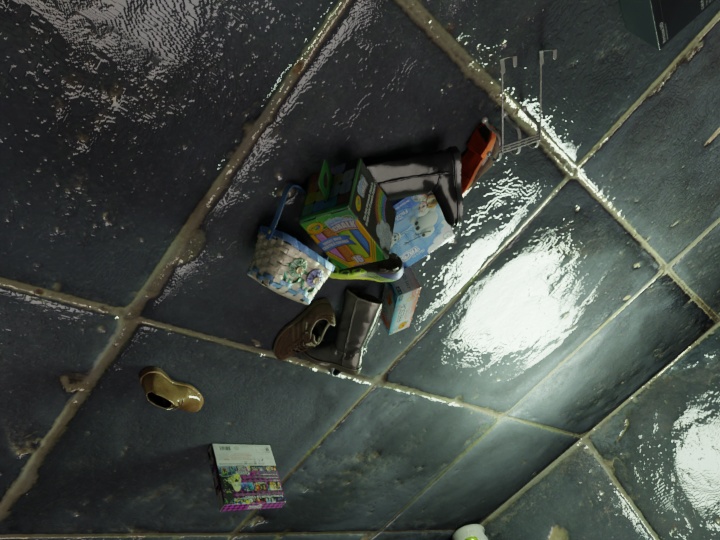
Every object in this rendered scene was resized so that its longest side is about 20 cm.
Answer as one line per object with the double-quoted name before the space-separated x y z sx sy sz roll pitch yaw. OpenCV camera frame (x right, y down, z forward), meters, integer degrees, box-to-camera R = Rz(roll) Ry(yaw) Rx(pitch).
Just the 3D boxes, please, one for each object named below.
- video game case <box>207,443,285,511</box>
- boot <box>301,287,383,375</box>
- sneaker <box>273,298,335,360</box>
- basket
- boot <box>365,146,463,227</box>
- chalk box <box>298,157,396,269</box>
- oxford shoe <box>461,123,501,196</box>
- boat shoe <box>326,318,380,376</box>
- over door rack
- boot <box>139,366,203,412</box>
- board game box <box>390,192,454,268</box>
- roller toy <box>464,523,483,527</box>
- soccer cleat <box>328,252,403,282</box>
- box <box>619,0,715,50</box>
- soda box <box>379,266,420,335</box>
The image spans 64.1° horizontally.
"video game case" -0.315 0.569 1.591 0.196 0.184 0.036 16 123 -41
"boot" -0.049 0.140 1.409 0.176 0.073 0.206 13 116 2
"sneaker" -0.137 0.158 1.379 0.070 0.076 0.201 25 115 -43
"basket" -0.122 -0.047 1.157 0.175 0.137 0.206 28 79 -45
"boot" 0.108 -0.158 1.177 0.193 0.066 0.171 -10 110 -8
"chalk box" -0.033 -0.118 1.098 0.121 0.128 0.201 -12 138 31
"oxford shoe" 0.248 -0.215 1.253 0.071 0.072 0.203 8 125 -40
"boat shoe" -0.014 0.199 1.494 0.201 0.072 0.069 -45 137 15
"over door rack" 0.316 -0.338 1.160 0.145 0.066 0.206 -23 128 -34
"boot" -0.437 0.301 1.342 0.073 0.076 0.200 -35 140 4
"board game box" 0.100 -0.094 1.301 0.197 0.044 0.200 -33 139 3
"roller toy" 0.564 1.395 2.945 0.178 0.142 0.202 15 127 -27
"soccer cleat" 0.000 0.001 1.281 0.192 0.067 0.084 0 152 4
"box" 0.590 -0.571 1.085 0.181 0.105 0.199 -40 138 10
"soda box" 0.093 0.078 1.416 0.067 0.065 0.202 -19 150 -17
